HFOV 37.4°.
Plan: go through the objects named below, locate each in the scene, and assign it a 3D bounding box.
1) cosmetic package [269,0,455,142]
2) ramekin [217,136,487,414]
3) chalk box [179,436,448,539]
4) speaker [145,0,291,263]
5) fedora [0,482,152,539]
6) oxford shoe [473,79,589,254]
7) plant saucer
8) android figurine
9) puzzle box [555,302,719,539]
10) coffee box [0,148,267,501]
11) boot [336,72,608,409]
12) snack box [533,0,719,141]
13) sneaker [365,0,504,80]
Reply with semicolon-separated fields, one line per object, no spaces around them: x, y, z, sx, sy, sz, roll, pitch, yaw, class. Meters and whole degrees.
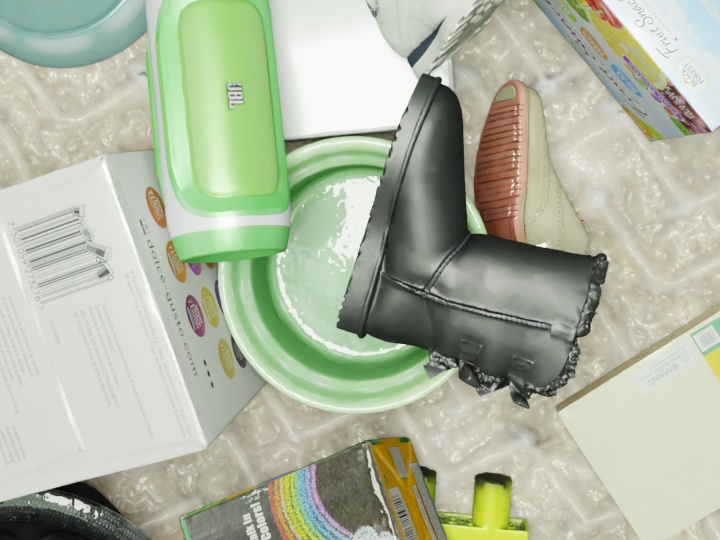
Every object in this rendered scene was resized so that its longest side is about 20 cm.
-0.029;-0.154;0.802;0.199;0.081;0.113;-3;96;5;cosmetic package
0.000;0.000;0.805;0.199;0.098;0.201;1;97;6;ramekin
-0.045;0.217;0.792;0.199;0.124;0.125;-24;76;14;chalk box
-0.096;-0.109;0.720;0.088;0.088;0.201;-7;87;6;speaker
-0.241;0.226;0.848;0.200;0.092;0.201;0;117;-1;fedora
0.133;-0.044;0.813;0.074;0.071;0.201;-3;96;-19;oxford shoe
-0.242;-0.262;0.838;0.199;0.027;0.201;1;96;6;plant saucer
0.070;0.261;0.857;0.181;0.041;0.201;6;95;5;android figurine
0.271;0.110;0.826;0.200;0.025;0.133;-33;92;8;puzzle box
-0.204;0.034;0.778;0.199;0.198;0.200;-17;95;11;coffee box
0.084;-0.015;0.709;0.162;0.073;0.199;18;105;5;boot
0.184;-0.171;0.716;0.068;0.200;0.169;-40;90;9;snack box
0.050;-0.185;0.655;0.076;0.200;0.081;-39;91;-20;sneaker
